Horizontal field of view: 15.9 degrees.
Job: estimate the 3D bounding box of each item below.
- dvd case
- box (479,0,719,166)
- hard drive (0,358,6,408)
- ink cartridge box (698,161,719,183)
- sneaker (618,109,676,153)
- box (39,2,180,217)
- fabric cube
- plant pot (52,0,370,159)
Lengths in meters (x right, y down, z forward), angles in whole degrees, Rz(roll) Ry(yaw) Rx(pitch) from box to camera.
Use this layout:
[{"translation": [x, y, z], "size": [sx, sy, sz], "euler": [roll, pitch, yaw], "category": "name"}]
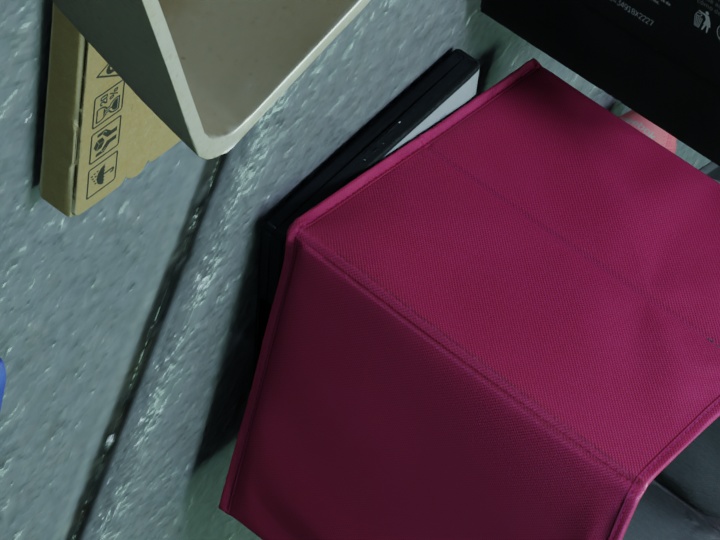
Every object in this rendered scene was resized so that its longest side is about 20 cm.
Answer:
[{"translation": [0.000, 0.000, 1.250], "size": [0.143, 0.018, 0.201], "euler": [-44, 158, -29], "category": "dvd case"}, {"translation": [0.175, -0.174, 1.173], "size": [0.200, 0.148, 0.125], "euler": [-39, 154, -34], "category": "box"}, {"translation": [-0.215, 0.119, 0.949], "size": [0.200, 0.025, 0.132], "euler": [-35, 153, -42], "category": "hard drive"}, {"translation": [0.167, 0.040, 1.441], "size": [0.200, 0.043, 0.175], "euler": [-29, 137, -60], "category": "ink cartridge box"}, {"translation": [0.151, -0.017, 1.479], "size": [0.087, 0.074, 0.201], "euler": [-44, 157, -29], "category": "sneaker"}, {"translation": [-0.048, -0.130, 0.929], "size": [0.163, 0.021, 0.201], "euler": [-40, 155, -35], "category": "box"}, {"translation": [0.081, 0.060, 1.211], "size": [0.200, 0.199, 0.197], "euler": [-36, 154, -41], "category": "fabric cube"}, {"translation": [-0.050, -0.185, 0.609], "size": [0.200, 0.177, 0.200], "euler": [-48, 159, -14], "category": "plant pot"}]
